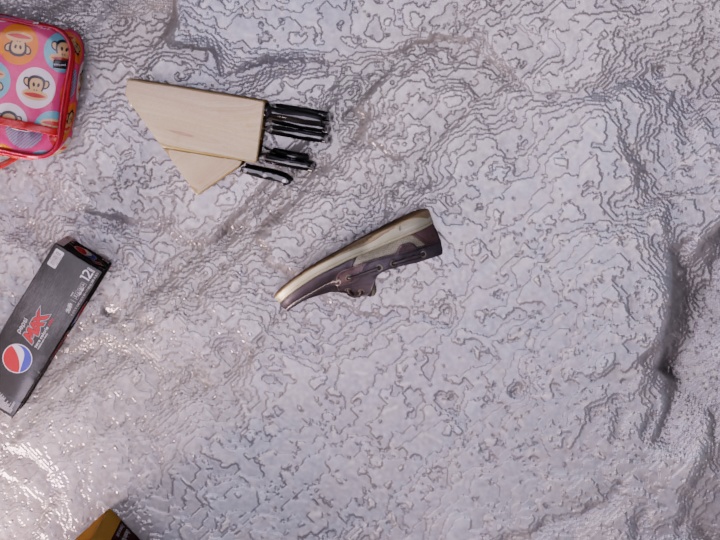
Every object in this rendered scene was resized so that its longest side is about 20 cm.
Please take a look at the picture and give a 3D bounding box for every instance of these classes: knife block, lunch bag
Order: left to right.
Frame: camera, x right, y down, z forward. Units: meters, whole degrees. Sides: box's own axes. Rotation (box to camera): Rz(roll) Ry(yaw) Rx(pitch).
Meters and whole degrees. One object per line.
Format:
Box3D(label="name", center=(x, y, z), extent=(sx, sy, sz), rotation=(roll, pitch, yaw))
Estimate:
Box3D(label="lunch bag", center=(-0.414, -0.198, 1.585), extent=(0.200, 0.082, 0.176), rotation=(10, 101, 0))
Box3D(label="knife block", center=(-0.137, -0.172, 1.593), extent=(0.176, 0.064, 0.200), rotation=(-36, 96, 4))

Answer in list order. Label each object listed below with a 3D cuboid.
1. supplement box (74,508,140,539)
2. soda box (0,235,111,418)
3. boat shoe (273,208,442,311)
Box3D(label="supplement box", center=(-0.297, 0.423, 1.636), extent=(0.197, 0.133, 0.200), rotation=(-42, 96, 5))
Box3D(label="soda box", center=(-0.362, 0.063, 1.619), extent=(0.063, 0.071, 0.200), rotation=(33, 97, -5))
Box3D(label="boat shoe", center=(0.000, 0.000, 1.613), extent=(0.200, 0.072, 0.065), rotation=(-29, 92, -2))
